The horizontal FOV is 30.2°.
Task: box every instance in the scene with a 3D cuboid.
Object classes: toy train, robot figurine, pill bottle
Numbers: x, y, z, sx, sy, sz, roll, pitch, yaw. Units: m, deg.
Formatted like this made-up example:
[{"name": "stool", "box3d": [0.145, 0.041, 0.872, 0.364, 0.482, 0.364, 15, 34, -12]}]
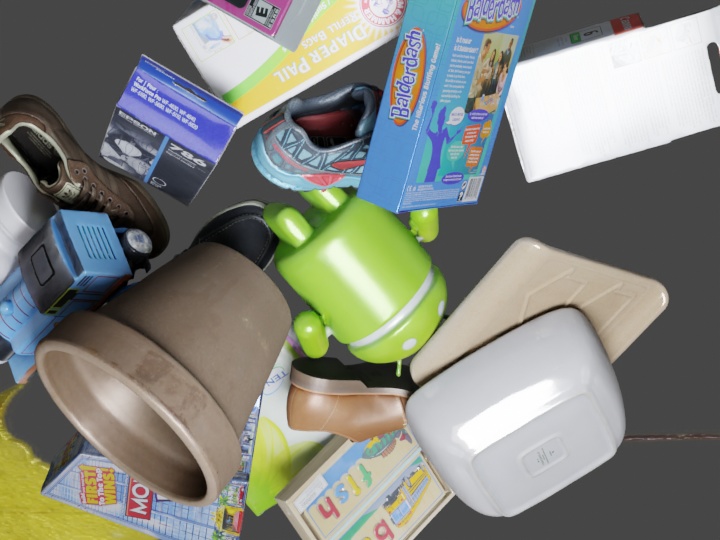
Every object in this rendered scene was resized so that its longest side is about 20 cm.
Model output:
[{"name": "toy train", "box3d": [-0.274, 0.025, 1.219, 0.200, 0.113, 0.088, -40, 63, 29]}, {"name": "robot figurine", "box3d": [0.000, 0.000, 1.227, 0.175, 0.115, 0.200, -45, 107, -11]}, {"name": "pill bottle", "box3d": [-0.378, -0.007, 1.262, 0.199, 0.105, 0.105, -35, 109, 18]}]

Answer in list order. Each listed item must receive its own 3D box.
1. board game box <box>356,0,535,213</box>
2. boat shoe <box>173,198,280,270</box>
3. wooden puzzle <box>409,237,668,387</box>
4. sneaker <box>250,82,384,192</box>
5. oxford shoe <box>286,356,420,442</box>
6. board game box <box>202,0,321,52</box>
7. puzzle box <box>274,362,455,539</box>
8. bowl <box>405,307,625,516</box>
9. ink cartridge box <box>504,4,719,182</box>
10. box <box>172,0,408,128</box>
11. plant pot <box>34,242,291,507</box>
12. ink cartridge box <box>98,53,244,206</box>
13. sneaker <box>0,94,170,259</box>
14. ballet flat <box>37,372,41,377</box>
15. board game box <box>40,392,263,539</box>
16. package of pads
[{"name": "board game box", "box3d": [0.075, -0.152, 1.088, 0.045, 0.151, 0.203, 23, 106, 26]}, {"name": "boat shoe", "box3d": [-0.151, 0.008, 1.275, 0.199, 0.062, 0.075, -37, 106, 18]}, {"name": "wooden puzzle", "box3d": [0.164, 0.050, 1.250, 0.198, 0.047, 0.186, 17, 124, -37]}, {"name": "sneaker", "box3d": [0.010, -0.116, 1.149, 0.197, 0.080, 0.096, -8, 158, -23]}, {"name": "oxford shoe", "box3d": [0.019, 0.128, 1.261, 0.197, 0.071, 0.072, 7, 106, -23]}, {"name": "board game box", "box3d": [-0.107, -0.285, 1.040, 0.198, 0.064, 0.149, 31, 99, 16]}, {"name": "puzzle box", "box3d": [0.022, 0.205, 1.304, 0.200, 0.025, 0.134, -43, 114, -24]}, {"name": "bowl", "box3d": [0.157, 0.147, 1.250, 0.198, 0.075, 0.201, -30, 137, 2]}, {"name": "ink cartridge box", "box3d": [0.225, -0.160, 1.170, 0.197, 0.051, 0.110, -15, 113, 11]}, {"name": "box", "box3d": [-0.042, -0.224, 1.125, 0.198, 0.113, 0.102, -27, 109, 15]}, {"name": "plant pot", "box3d": [-0.152, 0.072, 1.149, 0.199, 0.175, 0.201, 30, 151, 18]}, {"name": "ink cartridge box", "box3d": [-0.168, -0.116, 1.156, 0.099, 0.200, 0.040, 30, 71, -8]}, {"name": "sneaker", "box3d": [-0.263, -0.072, 1.236, 0.070, 0.076, 0.200, -41, 106, 21]}, {"name": "ballet flat", "box3d": [-0.259, 0.125, 1.339, 0.071, 0.072, 0.200, -36, 108, 19]}, {"name": "board game box", "box3d": [-0.201, 0.172, 1.279, 0.197, 0.062, 0.203, 9, 118, -3]}, {"name": "package of pads", "box3d": [-0.098, 0.127, 1.323, 0.153, 0.068, 0.201, -31, 112, 18]}]
